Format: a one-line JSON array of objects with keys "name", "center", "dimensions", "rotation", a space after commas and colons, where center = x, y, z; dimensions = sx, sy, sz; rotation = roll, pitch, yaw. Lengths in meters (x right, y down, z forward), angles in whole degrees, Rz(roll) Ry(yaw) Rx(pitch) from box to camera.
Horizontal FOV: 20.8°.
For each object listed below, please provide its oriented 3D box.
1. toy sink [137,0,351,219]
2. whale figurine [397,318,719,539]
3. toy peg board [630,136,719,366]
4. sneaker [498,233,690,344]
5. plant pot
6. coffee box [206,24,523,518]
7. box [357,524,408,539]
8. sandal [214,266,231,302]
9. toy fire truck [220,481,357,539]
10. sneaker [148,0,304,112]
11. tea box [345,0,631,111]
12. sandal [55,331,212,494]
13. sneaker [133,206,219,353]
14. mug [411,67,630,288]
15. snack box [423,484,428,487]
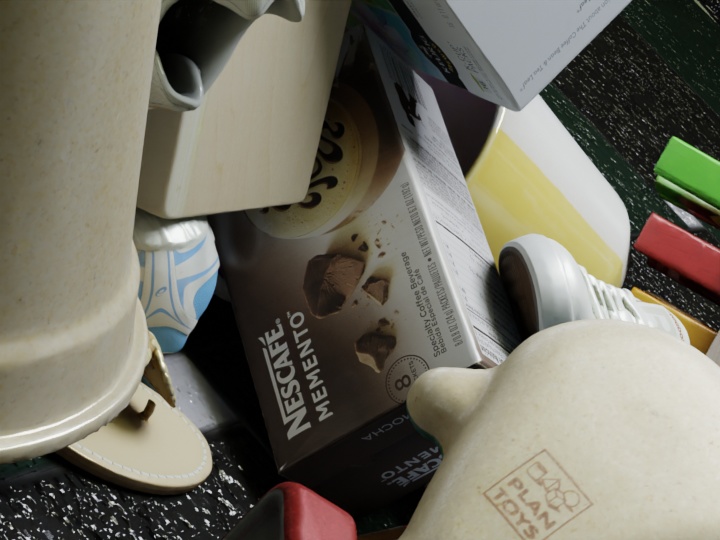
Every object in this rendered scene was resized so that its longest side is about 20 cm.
[{"name": "toy sink", "center": [-0.114, -0.122, 0.919], "dimensions": [0.199, 0.132, 0.112], "rotation": [24, 20, 32]}, {"name": "whale figurine", "center": [0.068, 0.108, 0.759], "dimensions": [0.199, 0.104, 0.159], "rotation": [-32, 64, -25]}, {"name": "toy peg board", "center": [0.197, 0.018, 1.190], "dimensions": [0.097, 0.200, 0.200], "rotation": [30, 3, 12]}, {"name": "sneaker", "center": [0.118, 0.025, 0.971], "dimensions": [0.200, 0.084, 0.073], "rotation": [64, 9, -68]}, {"name": "plant pot", "center": [-0.149, -0.065, 0.688], "dimensions": [0.199, 0.185, 0.201], "rotation": [15, 29, -9]}, {"name": "coffee box", "center": [0.000, 0.000, 0.948], "dimensions": [0.080, 0.112, 0.201], "rotation": [36, 31, -53]}, {"name": "box", "center": [0.018, 0.166, 0.749], "dimensions": [0.199, 0.039, 0.137], "rotation": [-7, 50, -41]}, {"name": "sandal", "center": [-0.061, -0.044, 1.084], "dimensions": [0.082, 0.050, 0.203], "rotation": [39, 21, -7]}, {"name": "toy fire truck", "center": [-0.058, 0.163, 0.511], "dimensions": [0.112, 0.168, 0.200], "rotation": [35, 22, -18]}, {"name": "sneaker", "center": [-0.108, -0.092, 0.790], "dimensions": [0.075, 0.199, 0.093], "rotation": [4, 59, -57]}, {"name": "tea box", "center": [0.066, -0.210, 0.969], "dimensions": [0.134, 0.200, 0.196], "rotation": [50, -10, -30]}, {"name": "sandal", "center": [-0.126, 0.021, 0.808], "dimensions": [0.211, 0.070, 0.078], "rotation": [31, 23, -28]}, {"name": "sneaker", "center": [-0.113, -0.022, 0.947], "dimensions": [0.071, 0.073, 0.200], "rotation": [4, 20, -15]}, {"name": "mug", "center": [0.068, -0.015, 1.125], "dimensions": [0.153, 0.188, 0.149], "rotation": [37, -15, -32]}, {"name": "snack box", "center": [0.049, 0.065, 1.104], "dimensions": [0.072, 0.024, 0.200], "rotation": [45, 20, 8]}]
